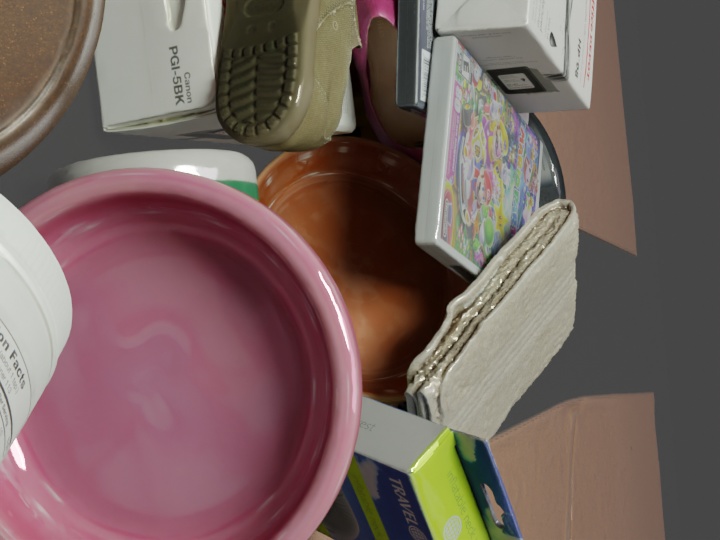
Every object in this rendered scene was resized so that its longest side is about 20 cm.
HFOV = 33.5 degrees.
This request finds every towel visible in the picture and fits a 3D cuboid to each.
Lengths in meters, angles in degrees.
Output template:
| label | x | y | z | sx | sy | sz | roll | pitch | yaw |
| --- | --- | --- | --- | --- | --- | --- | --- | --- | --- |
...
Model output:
| label | x | y | z | sx | sy | sz | roll | pitch | yaw |
| --- | --- | --- | --- | --- | --- | --- | --- | --- | --- |
| towel | 0.095 | 0.054 | 0.847 | 0.200 | 0.034 | 0.133 | -46 | 146 | -32 |

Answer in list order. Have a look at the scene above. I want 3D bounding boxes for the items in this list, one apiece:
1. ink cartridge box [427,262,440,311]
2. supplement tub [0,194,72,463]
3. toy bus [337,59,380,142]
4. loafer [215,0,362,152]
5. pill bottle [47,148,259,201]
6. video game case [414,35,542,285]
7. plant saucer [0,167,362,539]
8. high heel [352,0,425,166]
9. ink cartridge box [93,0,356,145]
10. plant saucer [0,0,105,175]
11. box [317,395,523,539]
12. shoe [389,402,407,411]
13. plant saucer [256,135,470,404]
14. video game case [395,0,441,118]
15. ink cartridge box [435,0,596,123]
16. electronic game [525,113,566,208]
| label | x | y | z | sx | sy | sz | roll | pitch | yaw |
| --- | --- | --- | --- | --- | --- | --- | --- | --- | --- |
| ink cartridge box | 0.026 | -0.010 | 0.961 | 0.039 | 0.099 | 0.200 | 56 | 35 | -51 |
| supplement tub | -0.195 | 0.063 | 0.400 | 0.200 | 0.132 | 0.132 | -71 | 146 | -46 |
| toy bus | 0.019 | -0.205 | 0.984 | 0.192 | 0.135 | 0.200 | -87 | 162 | -60 |
| loafer | -0.037 | -0.156 | 0.684 | 0.067 | 0.076 | 0.200 | 38 | 59 | -60 |
| pill bottle | -0.102 | 0.042 | 0.638 | 0.113 | 0.113 | 0.200 | -2 | 86 | -66 |
| video game case | 0.090 | -0.060 | 0.855 | 0.200 | 0.018 | 0.144 | 32 | 61 | -61 |
| plant saucer | -0.096 | 0.054 | 0.555 | 0.051 | 0.200 | 0.201 | 1 | 83 | -80 |
| high heel | 0.033 | -0.124 | 0.861 | 0.096 | 0.067 | 0.200 | -93 | 171 | -53 |
| ink cartridge box | -0.085 | -0.159 | 0.762 | 0.200 | 0.083 | 0.147 | -6 | 90 | -67 |
| plant saucer | -0.182 | -0.117 | 0.477 | 0.200 | 0.032 | 0.201 | -19 | 118 | -39 |
| box | 0.007 | 0.134 | 0.762 | 0.048 | 0.200 | 0.122 | -42 | 127 | -29 |
| shoe | 0.025 | 0.148 | 0.929 | 0.200 | 0.091 | 0.072 | 53 | 38 | -49 |
| plant saucer | 0.000 | 0.000 | 0.861 | 0.200 | 0.032 | 0.201 | 11 | 65 | -24 |
| video game case | 0.074 | -0.172 | 0.864 | 0.200 | 0.019 | 0.143 | 6 | 85 | -65 |
| ink cartridge box | 0.124 | -0.189 | 0.871 | 0.200 | 0.067 | 0.116 | 27 | 65 | -62 |
| electronic game | 0.099 | -0.062 | 1.036 | 0.042 | 0.200 | 0.200 | -11 | 95 | -38 |
